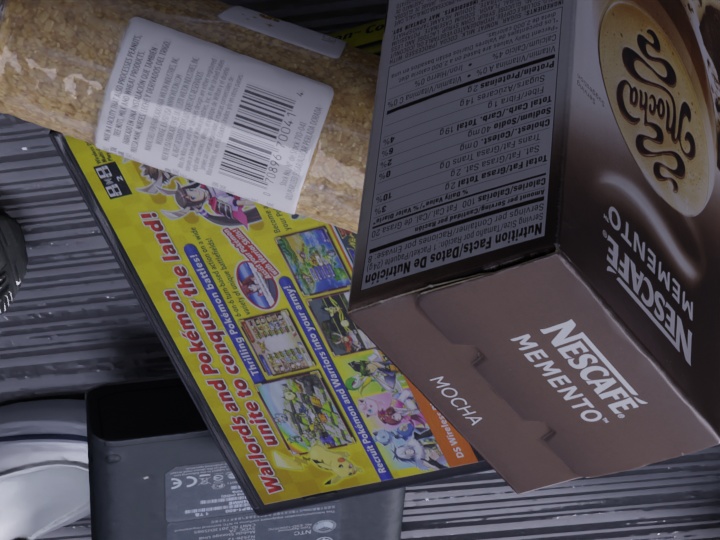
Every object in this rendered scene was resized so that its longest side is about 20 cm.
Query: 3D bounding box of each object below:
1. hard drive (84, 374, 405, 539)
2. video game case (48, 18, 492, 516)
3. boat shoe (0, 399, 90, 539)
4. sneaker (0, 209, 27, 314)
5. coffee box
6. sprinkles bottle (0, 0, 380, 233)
[{"bbox_3d":[-0.051,0.114,1.309,0.139,0.033,0.200,-6,142,-9],"label":"hard drive"},{"bbox_3d":[0.000,0.000,1.144,0.180,0.026,0.201,-13,121,23],"label":"video game case"},{"bbox_3d":[-0.183,0.120,1.333,0.199,0.067,0.074,-22,134,31],"label":"boat shoe"},{"bbox_3d":[-0.236,0.005,1.195,0.199,0.091,0.076,-13,113,-7],"label":"sneaker"},{"bbox_3d":[0.065,-0.042,0.981,0.080,0.201,0.113,-17,137,28],"label":"coffee box"},{"bbox_3d":[-0.061,-0.066,1.051,0.199,0.068,0.068,19,142,1],"label":"sprinkles bottle"}]
